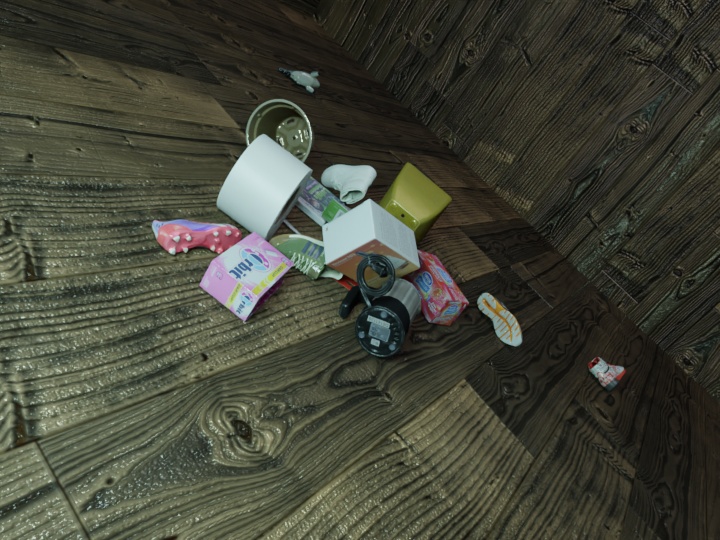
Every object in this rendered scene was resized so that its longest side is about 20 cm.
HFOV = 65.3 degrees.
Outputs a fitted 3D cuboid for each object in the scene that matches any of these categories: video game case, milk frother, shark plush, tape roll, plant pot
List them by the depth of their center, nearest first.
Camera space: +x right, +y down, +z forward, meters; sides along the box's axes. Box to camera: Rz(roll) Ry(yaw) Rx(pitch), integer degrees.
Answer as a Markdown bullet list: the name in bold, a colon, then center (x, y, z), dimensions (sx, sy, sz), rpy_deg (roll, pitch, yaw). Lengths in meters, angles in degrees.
- **milk frother**: center (0.063, 0.054, 1.285), dimensions (0.178, 0.202, 0.188), rpy_deg (35, 25, 4)
- **tape roll**: center (-0.221, -0.189, 1.300), dimensions (0.137, 0.205, 0.204), rpy_deg (34, 26, -4)
- **video game case**: center (-0.146, -0.220, 1.648), dimensions (0.180, 0.024, 0.200), rpy_deg (39, 26, -1)
- **plant pot**: center (-0.218, -0.395, 1.673), dimensions (0.199, 0.202, 0.184), rpy_deg (37, 14, 0)
- **plant pot**: center (0.144, -0.185, 1.792), dimensions (0.194, 0.196, 0.200), rpy_deg (39, 35, 2)
- **shark plush**: center (-0.269, -0.837, 2.468), dimensions (0.194, 0.094, 0.083), rpy_deg (1, 18, -21)

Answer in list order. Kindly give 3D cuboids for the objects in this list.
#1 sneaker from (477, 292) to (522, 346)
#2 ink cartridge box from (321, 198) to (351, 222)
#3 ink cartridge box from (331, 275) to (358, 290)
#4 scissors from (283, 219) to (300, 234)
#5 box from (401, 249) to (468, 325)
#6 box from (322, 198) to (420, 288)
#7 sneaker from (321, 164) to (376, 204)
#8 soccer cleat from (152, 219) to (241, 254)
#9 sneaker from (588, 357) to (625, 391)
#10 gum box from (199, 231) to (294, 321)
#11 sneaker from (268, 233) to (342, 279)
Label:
- **sneaker**: center (0.451, 0.154, 1.772), dimensions (0.076, 0.078, 0.202), rpy_deg (22, 31, -47)
- **ink cartridge box**: center (-0.020, -0.129, 1.590), dimensions (0.103, 0.060, 0.199), rpy_deg (40, 9, 21)
- **ink cartridge box**: center (0.000, 0.000, 1.466), dimensions (0.197, 0.044, 0.175), rpy_deg (34, 25, -11)
- **scissors**: center (-0.223, -0.156, 1.457), dimensions (0.197, 0.014, 0.074), rpy_deg (34, 25, -8)
- **box**: center (0.204, 0.047, 1.593), dimensions (0.098, 0.096, 0.202), rpy_deg (13, 36, -42)
- **box**: center (0.026, -0.056, 1.347), dimensions (0.198, 0.150, 0.109), rpy_deg (28, 46, -47)
- **sneaker**: center (-0.057, -0.261, 1.721), dimensions (0.074, 0.195, 0.117), rpy_deg (58, 45, -38)
- **soccer cleat**: center (-0.327, -0.077, 1.144), dimensions (0.076, 0.068, 0.198), rpy_deg (44, 29, 23)
- **sneaker**: center (0.887, 0.353, 2.024), dimensions (0.108, 0.068, 0.199), rpy_deg (49, 30, 17)
- **gum box**: center (-0.223, 0.005, 1.141), dimensions (0.112, 0.067, 0.200), rpy_deg (37, 26, -1)
- **sneaker**: center (-0.119, -0.024, 1.321), dimensions (0.196, 0.067, 0.091), rpy_deg (9, 47, -38)
